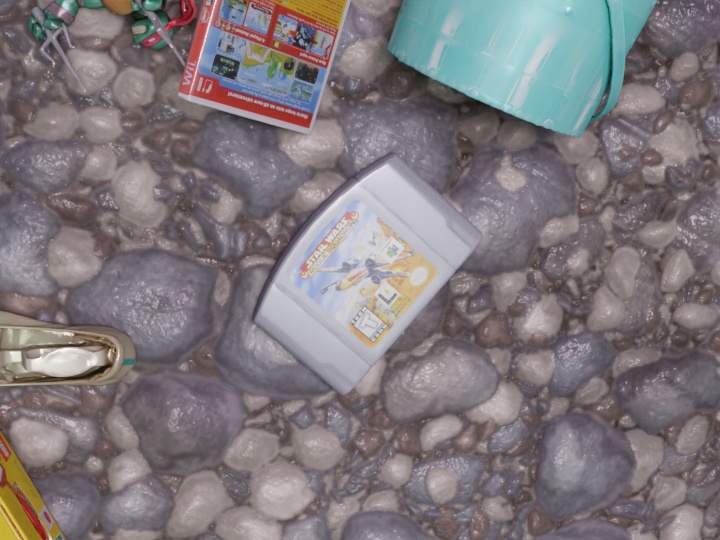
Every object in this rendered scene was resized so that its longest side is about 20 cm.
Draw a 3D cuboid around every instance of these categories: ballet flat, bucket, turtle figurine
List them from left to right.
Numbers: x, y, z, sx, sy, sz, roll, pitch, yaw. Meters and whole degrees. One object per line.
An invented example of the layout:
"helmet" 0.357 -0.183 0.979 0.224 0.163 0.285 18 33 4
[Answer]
"ballet flat" -0.296 0.072 0.770 0.197 0.069 0.070 1 103 -8
"turtle figurine" -0.207 -0.232 0.702 0.149 0.101 0.201 -16 119 37
"bucket" 0.125 -0.203 0.705 0.205 0.208 0.136 20 109 -12

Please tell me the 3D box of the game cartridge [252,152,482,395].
"game cartridge" 0.000 0.000 0.813 0.133 0.042 0.200 39 94 -18

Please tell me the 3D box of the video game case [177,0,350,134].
"video game case" -0.062 -0.221 0.719 0.142 0.017 0.202 6 105 -52

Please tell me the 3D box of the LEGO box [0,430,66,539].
"LEGO box" -0.356 0.251 0.794 0.148 0.077 0.202 -25 105 -2
